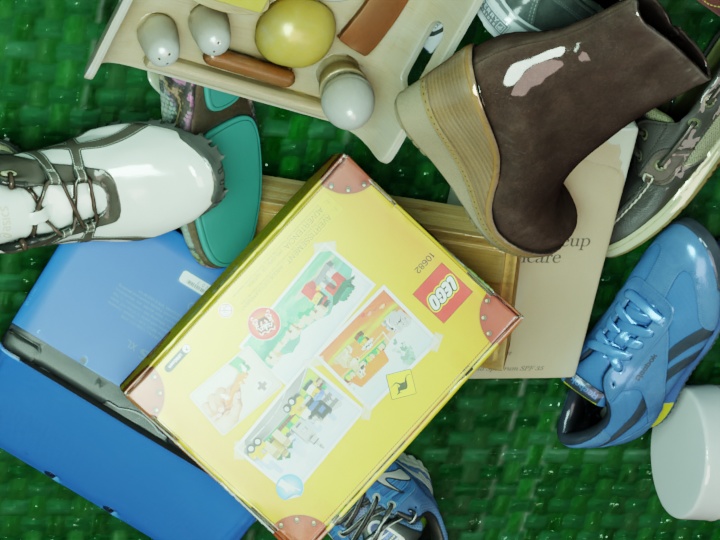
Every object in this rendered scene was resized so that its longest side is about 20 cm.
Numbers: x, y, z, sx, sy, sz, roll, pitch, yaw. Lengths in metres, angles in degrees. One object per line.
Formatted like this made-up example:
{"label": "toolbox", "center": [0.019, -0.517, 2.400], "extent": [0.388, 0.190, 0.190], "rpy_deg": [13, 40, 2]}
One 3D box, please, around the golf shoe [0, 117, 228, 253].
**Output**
{"label": "golf shoe", "center": [-0.180, -0.040, 1.583], "extent": [0.200, 0.094, 0.078], "rpy_deg": [-5, 112, 15]}

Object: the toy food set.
{"label": "toy food set", "center": [-0.042, -0.144, 1.525], "extent": [0.200, 0.060, 0.144], "rpy_deg": [14, 123, -26]}

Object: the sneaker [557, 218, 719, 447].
{"label": "sneaker", "center": [0.187, 0.051, 1.798], "extent": [0.078, 0.066, 0.200], "rpy_deg": [-19, 146, -34]}

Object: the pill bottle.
{"label": "pill bottle", "center": [0.317, 0.130, 1.901], "extent": [0.200, 0.114, 0.114], "rpy_deg": [1, 125, -18]}

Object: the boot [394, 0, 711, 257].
{"label": "boot", "center": [0.133, -0.082, 1.569], "extent": [0.166, 0.072, 0.200], "rpy_deg": [-20, 147, 22]}

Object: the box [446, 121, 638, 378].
{"label": "box", "center": [0.109, -0.031, 1.737], "extent": [0.095, 0.078, 0.200], "rpy_deg": [-1, 125, -16]}

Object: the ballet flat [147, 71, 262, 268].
{"label": "ballet flat", "center": [-0.101, -0.100, 1.625], "extent": [0.069, 0.071, 0.200], "rpy_deg": [-29, 129, -40]}

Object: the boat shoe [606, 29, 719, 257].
{"label": "boat shoe", "center": [0.208, -0.094, 1.736], "extent": [0.065, 0.073, 0.200], "rpy_deg": [35, 112, -17]}

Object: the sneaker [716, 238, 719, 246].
{"label": "sneaker", "center": [0.309, 0.018, 1.841], "extent": [0.200, 0.078, 0.066], "rpy_deg": [-3, 128, -14]}

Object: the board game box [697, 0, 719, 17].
{"label": "board game box", "center": [0.266, -0.201, 1.702], "extent": [0.200, 0.019, 0.103], "rpy_deg": [29, 113, -33]}

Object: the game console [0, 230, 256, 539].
{"label": "game console", "center": [-0.131, 0.073, 1.703], "extent": [0.200, 0.118, 0.171], "rpy_deg": [32, 82, -6]}

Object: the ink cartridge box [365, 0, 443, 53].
{"label": "ink cartridge box", "center": [0.035, -0.224, 1.573], "extent": [0.136, 0.076, 0.200], "rpy_deg": [-43, 125, 16]}

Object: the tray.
{"label": "tray", "center": [0.000, 0.000, 1.697], "extent": [0.200, 0.037, 0.099], "rpy_deg": [9, 123, 6]}

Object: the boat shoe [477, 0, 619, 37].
{"label": "boat shoe", "center": [0.144, -0.158, 1.617], "extent": [0.057, 0.069, 0.200], "rpy_deg": [-47, 158, 24]}

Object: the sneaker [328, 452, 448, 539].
{"label": "sneaker", "center": [0.002, 0.154, 1.807], "extent": [0.079, 0.089, 0.200], "rpy_deg": [-44, 140, 13]}

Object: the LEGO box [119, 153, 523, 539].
{"label": "LEGO box", "center": [-0.025, 0.050, 1.612], "extent": [0.149, 0.077, 0.200], "rpy_deg": [43, 87, -6]}
